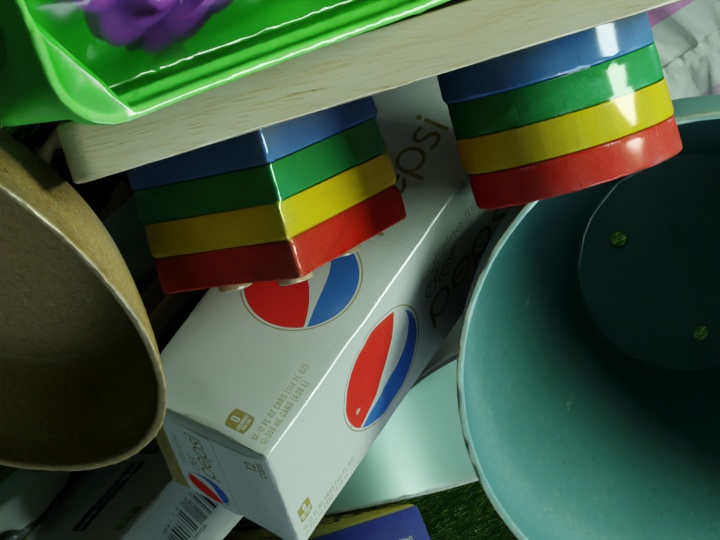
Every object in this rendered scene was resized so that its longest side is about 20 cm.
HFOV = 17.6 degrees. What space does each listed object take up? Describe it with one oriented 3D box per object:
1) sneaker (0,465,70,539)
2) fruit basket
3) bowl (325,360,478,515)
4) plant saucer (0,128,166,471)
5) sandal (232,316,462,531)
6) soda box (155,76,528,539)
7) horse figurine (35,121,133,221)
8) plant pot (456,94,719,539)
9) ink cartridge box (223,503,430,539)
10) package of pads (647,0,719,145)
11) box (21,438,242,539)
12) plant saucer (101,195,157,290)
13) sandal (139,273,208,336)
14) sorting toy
[{"bbox_3d":[-0.164,0.061,1.061,0.077,0.089,0.200,-38,-170,31],"label":"sneaker"},{"bbox_3d":[-0.022,-0.141,0.639,0.214,0.156,0.216,-24,180,0],"label":"fruit basket"},{"bbox_3d":[-0.024,0.068,1.229,0.199,0.106,0.201,-9,-179,0],"label":"bowl"},{"bbox_3d":[-0.147,-0.007,0.743,0.036,0.199,0.200,-65,-178,-31],"label":"plant saucer"},{"bbox_3d":[-0.004,0.044,1.121,0.200,0.076,0.043,-41,170,-5],"label":"sandal"},{"bbox_3d":[0.000,0.000,0.885,0.200,0.063,0.068,-55,152,-24],"label":"soda box"},{"bbox_3d":[-0.159,-0.016,0.881,0.132,0.050,0.200,-41,162,-3],"label":"horse figurine"},{"bbox_3d":[0.135,0.018,0.908,0.200,0.200,0.135,-37,-166,12],"label":"plant pot"},{"bbox_3d":[-0.065,0.151,1.108,0.199,0.047,0.197,-13,179,43],"label":"ink cartridge box"},{"bbox_3d":[0.168,-0.129,1.012,0.120,0.076,0.200,-29,-169,22],"label":"package of pads"},{"bbox_3d":[-0.075,0.078,1.004,0.144,0.036,0.200,-48,-168,-19],"label":"box"},{"bbox_3d":[-0.096,-0.003,0.987,0.200,0.027,0.200,-41,180,0],"label":"plant saucer"},{"bbox_3d":[-0.051,0.010,0.937,0.200,0.054,0.080,-41,179,-30],"label":"sandal"},{"bbox_3d":[0.008,-0.048,0.770,0.199,0.070,0.199,-17,-173,-3],"label":"sorting toy"}]
